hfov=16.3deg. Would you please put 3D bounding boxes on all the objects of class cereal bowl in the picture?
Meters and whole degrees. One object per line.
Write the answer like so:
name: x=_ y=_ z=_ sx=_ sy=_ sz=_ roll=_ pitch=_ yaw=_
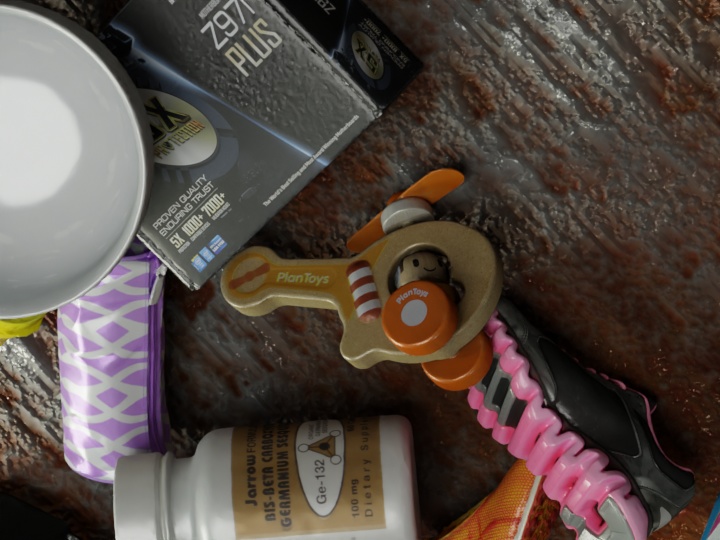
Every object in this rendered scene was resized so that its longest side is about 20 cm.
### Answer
cereal bowl: x=-0.222 y=-0.076 z=1.582 sx=0.200 sy=0.083 sz=0.200 roll=2 pitch=106 yaw=7

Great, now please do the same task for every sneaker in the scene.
sneaker: x=0.144 y=0.093 z=1.644 sx=0.200 sy=0.095 sz=0.079 roll=55 pitch=149 yaw=16
sneaker: x=0.079 y=0.191 z=1.715 sx=0.077 sy=0.073 sz=0.200 roll=34 pitch=119 yaw=14

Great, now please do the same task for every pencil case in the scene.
pencil case: x=-0.163 y=0.051 z=1.730 sx=0.085 sy=0.084 sz=0.200 roll=17 pitch=123 yaw=23

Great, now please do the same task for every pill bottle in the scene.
pill bottle: x=-0.061 y=0.161 z=1.696 sx=0.200 sy=0.114 sz=0.114 roll=-5 pitch=114 yaw=3

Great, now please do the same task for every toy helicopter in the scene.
toy helicopter: x=0.000 y=0.000 z=1.638 sx=0.200 sy=0.132 sz=0.079 roll=2 pitch=158 yaw=28

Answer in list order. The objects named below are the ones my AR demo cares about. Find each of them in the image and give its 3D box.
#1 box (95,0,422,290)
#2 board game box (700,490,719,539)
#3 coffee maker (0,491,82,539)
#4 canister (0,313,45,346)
box: x=-0.090 y=-0.115 z=1.623 sx=0.164 sy=0.086 sz=0.200 roll=46 pitch=121 yaw=-4
board game box: x=0.295 y=0.084 z=1.535 sx=0.064 sy=0.148 sz=0.200 roll=32 pitch=121 yaw=3
coffee maker: x=-0.299 y=0.264 z=1.810 sx=0.192 sy=0.200 sz=0.135 roll=15 pitch=128 yaw=22
canister: x=-0.304 y=0.012 z=1.713 sx=0.148 sy=0.087 sz=0.200 roll=28 pitch=149 yaw=-17
